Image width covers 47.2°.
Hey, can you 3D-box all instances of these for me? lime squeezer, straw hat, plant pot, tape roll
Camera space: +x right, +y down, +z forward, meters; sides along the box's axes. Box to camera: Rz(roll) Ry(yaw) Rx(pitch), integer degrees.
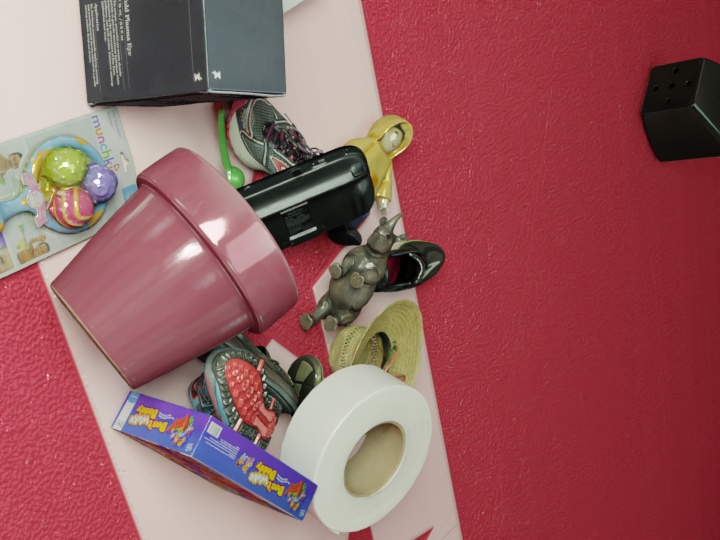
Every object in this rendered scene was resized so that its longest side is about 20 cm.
[{"bbox_3d":[-0.127,-0.098,0.954,0.200,0.070,0.038,49,41,-39],"label":"lime squeezer"},{"bbox_3d":[0.003,0.123,1.139,0.201,0.085,0.202,-32,132,-45],"label":"straw hat"},{"bbox_3d":[-0.189,0.010,0.806,0.179,0.200,0.200,-39,127,-17],"label":"plant pot"},{"bbox_3d":[-0.003,0.223,1.037,0.202,0.071,0.203,-21,123,-37],"label":"tape roll"},{"bbox_3d":[0.789,-0.399,1.982,0.177,0.199,0.201,32,70,-37],"label":"plant pot"}]

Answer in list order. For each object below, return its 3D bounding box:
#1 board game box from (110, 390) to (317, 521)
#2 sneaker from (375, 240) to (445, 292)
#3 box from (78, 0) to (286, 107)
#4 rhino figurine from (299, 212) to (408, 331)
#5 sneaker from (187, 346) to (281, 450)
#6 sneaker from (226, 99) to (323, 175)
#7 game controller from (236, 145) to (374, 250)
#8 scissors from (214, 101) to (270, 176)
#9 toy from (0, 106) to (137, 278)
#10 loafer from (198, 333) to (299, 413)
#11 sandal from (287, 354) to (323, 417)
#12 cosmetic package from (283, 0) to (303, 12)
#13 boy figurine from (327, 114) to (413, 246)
[{"bbox_3d":[-0.156,0.206,0.909,0.200,0.134,0.045,46,61,-44],"label":"board game box"},{"bbox_3d":[0.068,0.001,1.203,0.200,0.084,0.077,-16,108,-49],"label":"sneaker"},{"bbox_3d":[-0.172,-0.260,0.783,0.104,0.182,0.201,-12,104,-50],"label":"box"},{"bbox_3d":[0.000,0.000,1.073,0.200,0.060,0.087,-56,164,26],"label":"rhino figurine"},{"bbox_3d":[-0.154,0.143,0.909,0.200,0.095,0.079,82,25,-56],"label":"sneaker"},{"bbox_3d":[-0.083,-0.139,0.982,0.200,0.074,0.081,49,57,-44],"label":"sneaker"},{"bbox_3d":[-0.078,-0.073,0.960,0.199,0.042,0.104,-23,144,-6],"label":"game controller"},{"bbox_3d":[-0.124,-0.132,1.003,0.073,0.014,0.200,-45,129,-42],"label":"scissors"},{"bbox_3d":[-0.283,-0.074,0.780,0.200,0.047,0.116,-33,122,-44],"label":"toy"},{"bbox_3d":[-0.130,0.105,0.983,0.200,0.072,0.063,47,54,-42],"label":"loafer"},{"bbox_3d":[-0.053,0.193,1.080,0.057,0.080,0.202,-21,123,-24],"label":"sandal"},{"bbox_3d":[-0.130,-0.386,0.927,0.151,0.052,0.200,-45,128,-35],"label":"cosmetic package"},{"bbox_3d":[0.012,-0.128,1.132,0.124,0.064,0.200,50,60,-39],"label":"boy figurine"}]
